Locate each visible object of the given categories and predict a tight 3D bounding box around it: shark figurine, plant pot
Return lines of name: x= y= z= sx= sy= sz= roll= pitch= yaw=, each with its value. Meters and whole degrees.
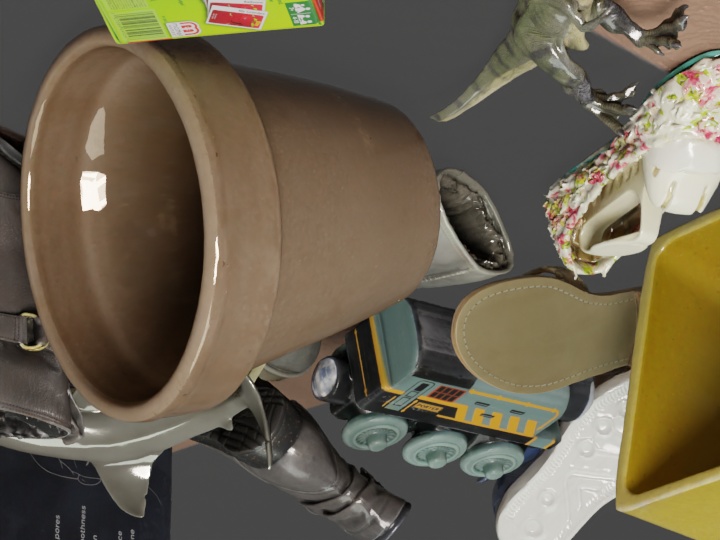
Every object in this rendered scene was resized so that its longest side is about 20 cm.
shark figurine: x=-0.127 y=0.106 z=1.277 sx=0.214 sy=0.090 sz=0.128 roll=-7 pitch=172 yaw=25
plant pot: x=-0.058 y=-0.032 z=1.087 sx=0.174 sy=0.201 sz=0.200 roll=-8 pitch=165 yaw=-36
plant pot: x=0.298 y=0.074 z=1.239 sx=0.200 sy=0.196 sz=0.194 roll=30 pitch=145 yaw=-27

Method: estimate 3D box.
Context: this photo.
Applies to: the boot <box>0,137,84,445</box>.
boot: x=-0.224 y=0.001 z=1.132 sx=0.069 sy=0.174 sz=0.200 roll=-21 pitch=150 yaw=40

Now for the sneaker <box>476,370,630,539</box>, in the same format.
sneaker: x=0.176 y=0.121 z=1.537 sx=0.081 sy=0.146 sz=0.200 roll=44 pitch=105 yaw=-5

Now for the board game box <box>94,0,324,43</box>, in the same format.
board game box: x=-0.083 y=-0.170 z=0.898 sx=0.101 sy=0.048 sz=0.200 roll=-5 pitch=157 yaw=8

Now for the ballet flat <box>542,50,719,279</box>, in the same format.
ballet flat: x=0.167 y=-0.051 z=1.163 sx=0.075 sy=0.064 sz=0.200 roll=8 pitch=155 yaw=-18

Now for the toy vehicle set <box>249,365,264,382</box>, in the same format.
toy vehicle set: x=-0.154 y=0.022 z=1.282 sx=0.200 sy=0.027 sz=0.124 roll=24 pitch=154 yaw=-4

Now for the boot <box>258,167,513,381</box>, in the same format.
boot: x=0.001 y=0.002 z=1.291 sx=0.200 sy=0.073 sz=0.182 roll=-16 pitch=153 yaw=21

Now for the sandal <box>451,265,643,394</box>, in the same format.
sandal: x=0.125 y=0.032 z=1.352 sx=0.211 sy=0.078 sz=0.070 roll=-1 pitch=-163 yaw=-35

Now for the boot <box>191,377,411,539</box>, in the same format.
boot: x=-0.050 y=0.128 z=1.424 sx=0.132 sy=0.070 sz=0.200 roll=40 pitch=178 yaw=-23

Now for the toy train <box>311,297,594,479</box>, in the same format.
toy train: x=0.067 y=0.081 z=1.415 sx=0.200 sy=0.085 sz=0.114 roll=16 pitch=142 yaw=-34

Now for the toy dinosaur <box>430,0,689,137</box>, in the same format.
toy dinosaur: x=0.108 y=-0.113 z=1.042 sx=0.088 sy=0.048 sz=0.200 roll=19 pitch=154 yaw=-9

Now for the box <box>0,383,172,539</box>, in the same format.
box: x=-0.241 y=0.157 z=1.463 sx=0.124 sy=0.200 sz=0.196 roll=-17 pitch=151 yaw=33

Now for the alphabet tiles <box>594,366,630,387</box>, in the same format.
alphabet tiles: x=0.142 y=0.060 z=1.481 sx=0.195 sy=0.015 sz=0.200 roll=3 pitch=157 yaw=-9
